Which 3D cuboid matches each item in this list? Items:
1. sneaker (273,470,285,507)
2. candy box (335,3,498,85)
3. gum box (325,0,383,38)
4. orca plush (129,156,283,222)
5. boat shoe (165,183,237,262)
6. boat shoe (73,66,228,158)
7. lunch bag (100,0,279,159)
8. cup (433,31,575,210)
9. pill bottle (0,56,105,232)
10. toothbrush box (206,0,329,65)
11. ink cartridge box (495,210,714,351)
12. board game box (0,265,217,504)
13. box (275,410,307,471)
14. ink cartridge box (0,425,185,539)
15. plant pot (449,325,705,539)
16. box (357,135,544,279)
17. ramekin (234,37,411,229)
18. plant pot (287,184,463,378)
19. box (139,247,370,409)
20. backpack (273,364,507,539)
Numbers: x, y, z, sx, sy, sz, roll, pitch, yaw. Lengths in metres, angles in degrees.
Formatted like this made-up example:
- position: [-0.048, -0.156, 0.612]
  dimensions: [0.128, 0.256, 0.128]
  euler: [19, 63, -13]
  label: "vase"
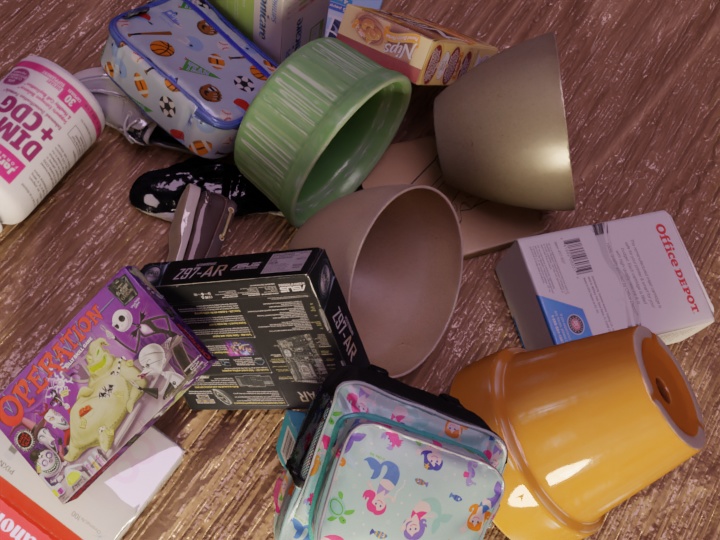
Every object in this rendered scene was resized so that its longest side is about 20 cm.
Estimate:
- position: [0.005, 0.259, 0.889]
  dimensions: [0.200, 0.087, 0.074]
  euler: [22, 84, 23]
  label: "sneaker"
- position: [0.070, -0.262, 1.056]
  dimensions: [0.115, 0.055, 0.200]
  euler: [29, 22, 22]
  label: "candy box"
- position: [-0.080, -0.281, 1.116]
  dimensions: [0.170, 0.045, 0.200]
  euler: [18, 64, -2]
  label: "gum box"
- position: [-0.156, -0.087, 1.002]
  dimensions: [0.200, 0.071, 0.105]
  euler: [18, 65, -3]
  label: "orca plush"
- position: [-0.182, 0.010, 0.952]
  dimensions: [0.059, 0.072, 0.200]
  euler: [17, 77, -22]
  label: "boat shoe"
- position: [-0.239, -0.173, 1.025]
  dimensions: [0.200, 0.072, 0.069]
  euler: [16, 49, -14]
  label: "boat shoe"
- position: [-0.179, -0.224, 0.997]
  dimensions: [0.200, 0.076, 0.160]
  euler: [45, 48, 9]
  label: "lunch bag"
- position: [0.162, -0.158, 1.023]
  dimensions: [0.143, 0.200, 0.200]
  euler: [-8, 66, 12]
  label: "cup"
- position: [-0.376, -0.122, 0.952]
  dimensions: [0.113, 0.113, 0.200]
  euler: [31, 65, 3]
  label: "pill bottle"
- position: [-0.135, -0.342, 1.030]
  dimensions: [0.200, 0.146, 0.086]
  euler: [42, 67, 12]
  label: "toothbrush box"
- position: [0.279, 0.026, 1.031]
  dimensions: [0.200, 0.084, 0.146]
  euler: [-10, 69, -16]
  label: "ink cartridge box"
- position: [-0.241, 0.106, 0.826]
  dimensions: [0.200, 0.032, 0.120]
  euler: [-45, 79, 10]
  label: "board game box"
- position: [0.024, 0.184, 0.886]
  dimensions: [0.200, 0.049, 0.082]
  euler: [6, 24, -24]
  label: "box"
- position: [-0.294, 0.209, 0.862]
  dimensions: [0.163, 0.057, 0.200]
  euler: [35, 60, 5]
  label: "ink cartridge box"
- position: [0.218, 0.146, 0.867]
  dimensions: [0.200, 0.183, 0.200]
  euler: [36, 37, -32]
  label: "plant pot"
- position: [0.104, -0.088, 1.081]
  dimensions: [0.200, 0.021, 0.164]
  euler: [-15, 71, -18]
  label: "box"
- position: [-0.044, -0.152, 0.965]
  dimensions: [0.098, 0.200, 0.200]
  euler: [39, 65, 11]
  label: "ramekin"
- position: [0.000, 0.000, 0.949]
  dimensions: [0.134, 0.200, 0.200]
  euler: [14, 58, 37]
  label: "plant pot"
- position: [-0.103, 0.062, 0.854]
  dimensions: [0.200, 0.160, 0.044]
  euler: [-5, 34, 25]
  label: "box"
- position: [0.019, 0.203, 0.760]
  dimensions: [0.177, 0.151, 0.200]
  euler: [23, 96, -10]
  label: "backpack"
